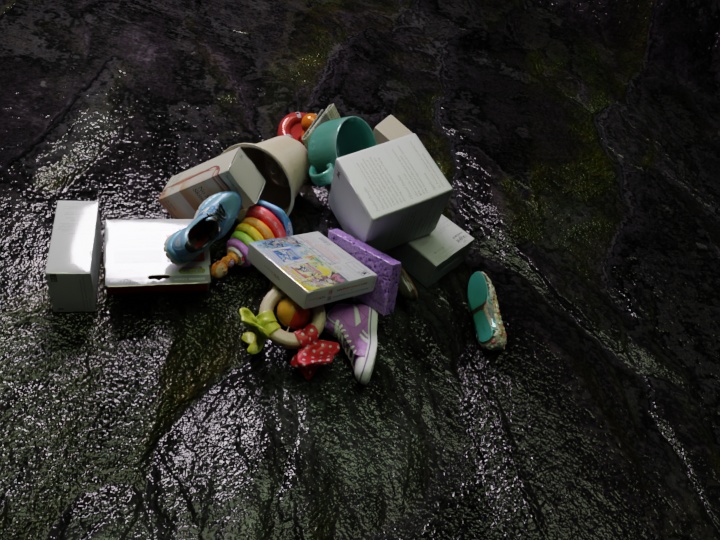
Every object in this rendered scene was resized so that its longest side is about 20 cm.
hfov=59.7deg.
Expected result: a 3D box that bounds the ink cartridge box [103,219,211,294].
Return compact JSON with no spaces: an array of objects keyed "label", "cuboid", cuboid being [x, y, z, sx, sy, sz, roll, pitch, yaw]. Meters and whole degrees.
[{"label":"ink cartridge box","cuboid":[-0.405,-0.014,1.257,0.198,0.084,0.176,-2,49,-18]}]

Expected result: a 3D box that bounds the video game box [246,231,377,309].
[{"label":"video game box","cuboid":[-0.097,-0.006,1.249,0.181,0.047,0.200,-10,36,-43]}]

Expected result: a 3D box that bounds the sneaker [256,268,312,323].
[{"label":"sneaker","cuboid":[-0.147,0.047,1.302,0.075,0.071,0.200,-27,55,-11]}]

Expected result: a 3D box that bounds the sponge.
[{"label":"sponge","cuboid":[0.000,0.000,1.303,0.030,0.112,0.199,-12,31,-41]}]

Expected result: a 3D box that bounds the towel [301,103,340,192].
[{"label":"towel","cuboid":[-0.070,-0.292,1.571,0.034,0.201,0.193,-8,35,31]}]

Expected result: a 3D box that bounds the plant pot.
[{"label":"plant pot","cuboid":[-0.208,-0.224,1.460,0.199,0.201,0.184,24,34,8]}]

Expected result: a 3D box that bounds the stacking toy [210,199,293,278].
[{"label":"stacking toy","cuboid":[-0.243,-0.052,1.325,0.109,0.117,0.200,23,51,25]}]

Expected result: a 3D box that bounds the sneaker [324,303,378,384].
[{"label":"sneaker","cuboid":[-0.025,0.140,1.235,0.113,0.073,0.201,10,34,-6]}]

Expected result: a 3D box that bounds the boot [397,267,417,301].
[{"label":"boot","cuboid":[0.033,0.019,1.374,0.097,0.075,0.200,-29,51,-24]}]

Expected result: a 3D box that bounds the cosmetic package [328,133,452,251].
[{"label":"cosmetic package","cuboid":[0.058,-0.160,1.358,0.199,0.167,0.168,-21,67,-20]}]

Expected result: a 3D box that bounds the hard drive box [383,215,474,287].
[{"label":"hard drive box","cuboid":[0.140,-0.077,1.483,0.200,0.077,0.155,41,49,22]}]

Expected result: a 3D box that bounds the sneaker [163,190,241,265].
[{"label":"sneaker","cuboid":[-0.289,-0.086,1.224,0.079,0.090,0.200,52,50,-23]}]

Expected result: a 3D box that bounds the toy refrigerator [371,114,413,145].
[{"label":"toy refrigerator","cuboid":[0.058,-0.283,1.547,0.076,0.200,0.070,42,61,9]}]

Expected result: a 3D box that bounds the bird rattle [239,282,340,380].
[{"label":"bird rattle","cuboid":[-0.128,0.101,1.189,0.198,0.113,0.164,16,62,5]}]

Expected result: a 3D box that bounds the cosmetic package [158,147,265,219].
[{"label":"cosmetic package","cuboid":[-0.318,-0.172,1.349,0.199,0.104,0.088,-18,38,26]}]

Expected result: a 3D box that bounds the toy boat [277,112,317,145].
[{"label":"toy boat","cuboid":[-0.134,-0.347,1.623,0.130,0.131,0.201,-12,52,-26]}]

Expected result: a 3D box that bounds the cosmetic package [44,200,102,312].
[{"label":"cosmetic package","cuboid":[-0.548,-0.029,1.211,0.080,0.113,0.201,-2,49,-17]}]

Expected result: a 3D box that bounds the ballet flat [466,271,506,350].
[{"label":"ballet flat","cuboid":[0.278,0.094,1.379,0.064,0.075,0.201,31,42,-31]}]

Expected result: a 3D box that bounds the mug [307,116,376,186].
[{"label":"mug","cuboid":[-0.059,-0.270,1.443,0.114,0.153,0.184,0,7,40]}]
